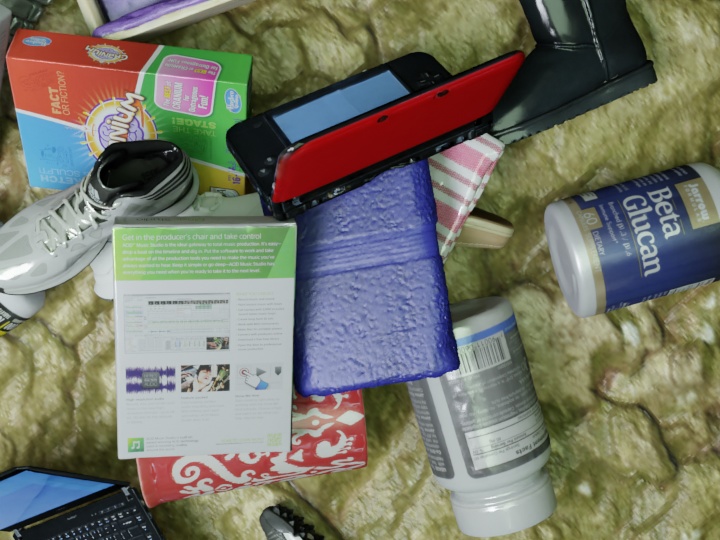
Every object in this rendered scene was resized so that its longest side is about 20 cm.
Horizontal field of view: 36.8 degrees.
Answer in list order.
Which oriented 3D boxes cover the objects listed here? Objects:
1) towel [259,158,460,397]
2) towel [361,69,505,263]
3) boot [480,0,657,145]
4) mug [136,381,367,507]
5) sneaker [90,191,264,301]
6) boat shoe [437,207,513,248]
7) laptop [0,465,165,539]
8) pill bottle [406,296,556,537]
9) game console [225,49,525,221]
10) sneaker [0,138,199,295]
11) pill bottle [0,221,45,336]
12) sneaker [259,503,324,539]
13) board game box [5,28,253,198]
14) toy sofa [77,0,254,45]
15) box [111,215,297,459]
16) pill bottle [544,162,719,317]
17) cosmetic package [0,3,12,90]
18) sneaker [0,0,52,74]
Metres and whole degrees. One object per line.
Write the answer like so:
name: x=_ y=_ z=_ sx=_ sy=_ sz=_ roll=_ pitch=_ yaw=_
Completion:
towel: x=0.000 y=0.000 z=0.923 sx=0.148 sy=0.050 sz=0.200 roll=-10 pitch=87 yaw=9
towel: x=0.019 y=-0.059 z=0.954 sx=0.146 sy=0.030 sz=0.200 roll=29 pitch=94 yaw=8
boot: x=0.157 y=-0.215 z=0.979 sx=0.200 sy=0.076 sz=0.168 roll=-24 pitch=100 yaw=-6
mug: x=-0.098 y=0.125 z=0.971 sx=0.200 sy=0.178 sz=0.133 roll=-5 pitch=54 yaw=-5
sneaker: x=-0.163 y=-0.038 z=0.972 sx=0.200 sy=0.075 sz=0.087 roll=-18 pitch=110 yaw=10
boat shoe: x=0.040 y=-0.033 z=1.005 sx=0.200 sy=0.071 sz=0.065 roll=7 pitch=100 yaw=8
laptop: x=-0.276 y=0.261 z=0.973 sx=0.177 sy=0.103 sz=0.200 roll=-24 pitch=96 yaw=31
pill bottle: x=0.109 y=0.134 z=0.998 sx=0.114 sy=0.114 sz=0.200 roll=-16 pitch=97 yaw=0
game console: x=0.002 y=-0.133 z=0.847 sx=0.200 sy=0.172 sz=0.119 roll=-24 pitch=139 yaw=-14
sneaker: x=-0.231 y=-0.055 z=0.883 sx=0.200 sy=0.115 sz=0.076 roll=-30 pitch=80 yaw=-9
pill bottle: x=-0.397 y=0.041 z=0.976 sx=0.200 sy=0.112 sz=0.112 roll=-33 pitch=96 yaw=2
sneaker: x=-0.047 y=0.319 z=1.037 sx=0.090 sy=0.066 sz=0.200 roll=-37 pitch=98 yaw=0
board game box: x=-0.197 y=-0.129 z=0.954 sx=0.200 sy=0.040 sz=0.153 roll=6 pitch=139 yaw=-1
toy sofa: x=-0.152 y=-0.263 z=0.958 sx=0.200 sy=0.098 sz=0.083 roll=-20 pitch=97 yaw=2
box: x=-0.125 y=0.054 z=0.877 sx=0.144 sy=0.036 sz=0.200 roll=0 pitch=109 yaw=-11
pill bottle: x=0.278 y=-0.035 z=0.986 sx=0.200 sy=0.111 sz=0.111 roll=-16 pitch=96 yaw=0
cosmetic package: x=-0.357 y=-0.133 z=0.901 sx=0.071 sy=0.101 sz=0.200 roll=29 pitch=135 yaw=0
sneaker: x=-0.339 y=-0.245 z=0.977 sx=0.091 sy=0.078 sz=0.200 roll=42 pitch=97 yaw=17
